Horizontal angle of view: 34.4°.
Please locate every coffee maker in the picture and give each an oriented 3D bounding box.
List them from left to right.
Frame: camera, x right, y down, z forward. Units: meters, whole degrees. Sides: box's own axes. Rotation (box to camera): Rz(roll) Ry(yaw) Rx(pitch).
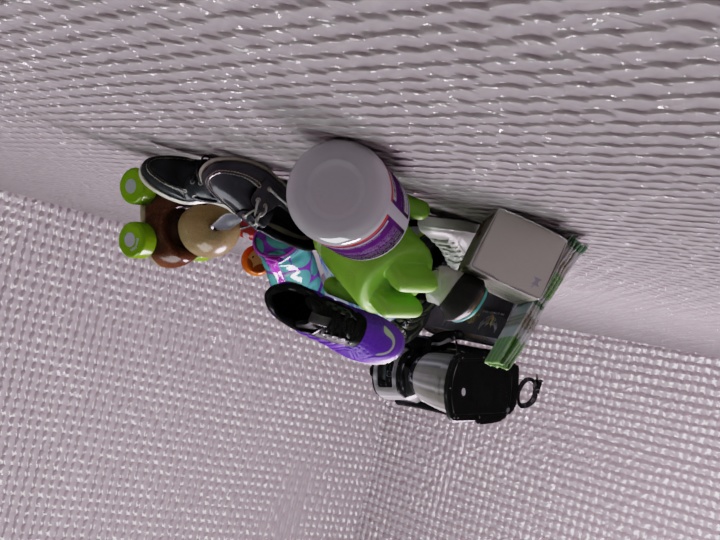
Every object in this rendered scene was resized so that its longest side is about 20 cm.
[{"bbox_3d":[0.144,0.178,1.852,0.192,0.135,0.200,31,167,-33],"label":"coffee maker"}]

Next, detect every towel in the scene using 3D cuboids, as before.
[{"bbox_3d":[0.237,0.047,1.582,0.031,0.200,0.149,31,177,2],"label":"towel"}]

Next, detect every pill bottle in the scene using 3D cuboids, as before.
[{"bbox_3d":[-0.008,-0.072,1.291,0.112,0.113,0.200,12,176,12],"label":"pill bottle"}]

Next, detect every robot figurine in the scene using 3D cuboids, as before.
[{"bbox_3d":[0.014,-0.025,1.509,0.115,0.176,0.200,-1,-141,-42],"label":"robot figurine"}]

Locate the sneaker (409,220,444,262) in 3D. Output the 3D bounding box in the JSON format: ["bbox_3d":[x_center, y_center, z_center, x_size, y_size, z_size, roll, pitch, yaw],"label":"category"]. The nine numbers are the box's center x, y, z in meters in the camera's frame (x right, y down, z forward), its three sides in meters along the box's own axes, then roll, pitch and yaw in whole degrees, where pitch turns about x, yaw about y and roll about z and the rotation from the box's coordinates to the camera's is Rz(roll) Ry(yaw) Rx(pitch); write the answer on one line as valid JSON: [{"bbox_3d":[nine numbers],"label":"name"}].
[{"bbox_3d":[0.095,-0.051,1.821,0.083,0.072,0.200,41,-175,15],"label":"sneaker"}]

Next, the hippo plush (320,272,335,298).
[{"bbox_3d":[-0.012,0.018,1.920,0.199,0.160,0.161,11,135,-11],"label":"hippo plush"}]

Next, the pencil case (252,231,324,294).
[{"bbox_3d":[-0.110,0.006,1.829,0.085,0.093,0.200,9,145,17],"label":"pencil case"}]

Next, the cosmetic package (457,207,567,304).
[{"bbox_3d":[0.196,-0.016,1.537,0.103,0.087,0.200,27,177,0],"label":"cosmetic package"}]

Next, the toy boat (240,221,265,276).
[{"bbox_3d":[-0.160,-0.055,1.922,0.130,0.131,0.200,16,177,13],"label":"toy boat"}]

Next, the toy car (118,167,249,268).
[{"bbox_3d":[-0.232,-0.082,1.736,0.200,0.158,0.164,1,180,34],"label":"toy car"}]

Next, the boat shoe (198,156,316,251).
[{"bbox_3d":[-0.126,-0.086,1.552,0.200,0.073,0.063,29,-152,-34],"label":"boat shoe"}]

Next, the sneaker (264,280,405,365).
[{"bbox_3d":[-0.041,0.070,1.531,0.200,0.070,0.100,21,178,11],"label":"sneaker"}]

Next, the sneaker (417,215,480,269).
[{"bbox_3d":[0.149,-0.026,1.683,0.073,0.085,0.200,12,175,42],"label":"sneaker"}]

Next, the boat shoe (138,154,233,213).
[{"bbox_3d":[-0.202,-0.124,1.594,0.199,0.075,0.066,21,145,-9],"label":"boat shoe"}]

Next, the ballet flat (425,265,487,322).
[{"bbox_3d":[0.117,0.029,1.537,0.068,0.068,0.200,35,177,-1],"label":"ballet flat"}]

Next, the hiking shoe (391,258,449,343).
[{"bbox_3d":[0.074,0.046,1.787,0.076,0.200,0.101,53,-161,24],"label":"hiking shoe"}]

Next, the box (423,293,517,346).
[{"bbox_3d":[0.194,0.035,1.839,0.048,0.159,0.200,33,166,-35],"label":"box"}]

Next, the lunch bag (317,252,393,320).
[{"bbox_3d":[0.000,0.000,1.683,0.082,0.161,0.200,-27,169,-12],"label":"lunch bag"}]
